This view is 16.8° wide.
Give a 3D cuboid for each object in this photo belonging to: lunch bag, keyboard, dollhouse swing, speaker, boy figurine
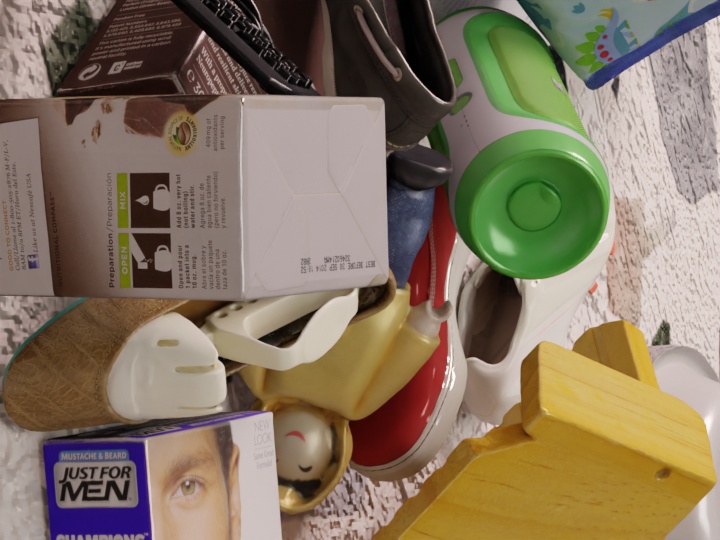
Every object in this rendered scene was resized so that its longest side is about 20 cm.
[{"bbox_3d":[0.106,-0.231,1.367,0.170,0.127,0.200,51,15,-44],"label":"lunch bag"},{"bbox_3d":[-0.087,-0.147,1.066,0.200,0.040,0.104,44,3,8],"label":"keyboard"},{"bbox_3d":[0.062,0.105,1.297,0.181,0.200,0.176,24,30,-36],"label":"dollhouse swing"},{"bbox_3d":[0.077,-0.071,1.294,0.200,0.088,0.089,-104,174,-62],"label":"speaker"},{"bbox_3d":[-0.021,0.027,1.221,0.064,0.124,0.201,-107,-144,-75],"label":"boy figurine"}]

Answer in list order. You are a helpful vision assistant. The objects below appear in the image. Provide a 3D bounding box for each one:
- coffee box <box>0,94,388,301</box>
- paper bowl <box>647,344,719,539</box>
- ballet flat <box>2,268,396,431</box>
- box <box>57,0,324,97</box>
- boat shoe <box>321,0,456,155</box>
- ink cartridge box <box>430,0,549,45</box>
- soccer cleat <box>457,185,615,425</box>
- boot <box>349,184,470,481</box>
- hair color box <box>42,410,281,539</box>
[{"bbox_3d":[-0.102,-0.031,0.990,0.113,0.199,0.080,-6,96,-60],"label":"coffee box"},{"bbox_3d":[0.205,0.148,1.594,0.200,0.104,0.202,12,76,-58],"label":"paper bowl"},{"bbox_3d":[-0.064,0.030,1.103,0.199,0.072,0.068,-22,129,-33],"label":"ballet flat"},{"bbox_3d":[-0.061,-0.116,1.197,0.100,0.075,0.200,62,37,-34],"label":"box"},{"bbox_3d":[0.006,-0.155,1.168,0.067,0.057,0.201,1,71,-45],"label":"boat shoe"},{"bbox_3d":[0.062,-0.211,1.446,0.200,0.040,0.201,-50,128,-50],"label":"ink cartridge box"},{"bbox_3d":[0.105,0.000,1.476,0.078,0.069,0.201,50,49,-41],"label":"soccer cleat"},{"bbox_3d":[0.000,0.000,1.294,0.144,0.072,0.201,49,39,-46],"label":"boot"},{"bbox_3d":[-0.085,0.171,1.134,0.109,0.065,0.201,-7,92,-59],"label":"hair color box"}]
